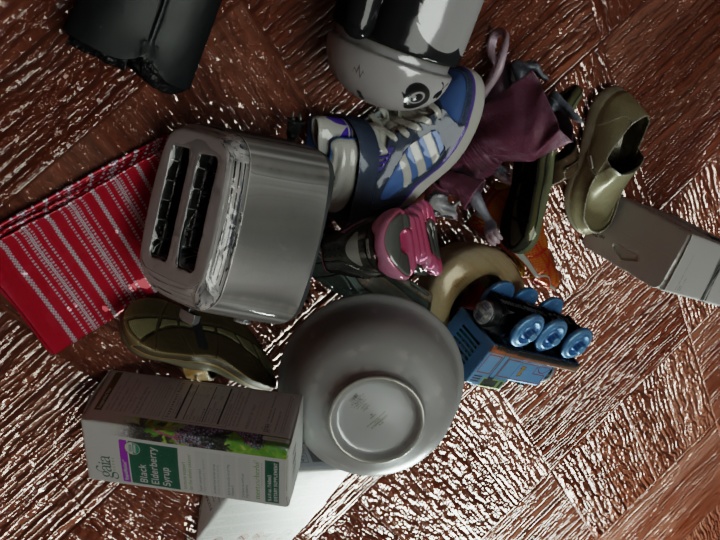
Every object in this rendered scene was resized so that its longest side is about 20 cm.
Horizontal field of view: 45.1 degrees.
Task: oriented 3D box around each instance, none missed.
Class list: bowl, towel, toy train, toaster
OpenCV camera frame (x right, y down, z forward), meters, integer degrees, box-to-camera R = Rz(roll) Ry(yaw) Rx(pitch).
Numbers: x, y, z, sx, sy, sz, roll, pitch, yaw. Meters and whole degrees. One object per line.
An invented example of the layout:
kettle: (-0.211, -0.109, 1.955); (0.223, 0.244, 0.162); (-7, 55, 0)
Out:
bowl: (0.014, 0.131, 0.877); (0.200, 0.090, 0.202); (-1, 108, -3)
towel: (-0.224, -0.021, 0.779); (0.200, 0.022, 0.145); (-33, 134, -16)
toy train: (0.185, 0.083, 1.018); (0.200, 0.087, 0.114); (16, 118, -44)
toaster: (-0.107, -0.049, 0.762); (0.129, 0.113, 0.201); (5, 103, -54)

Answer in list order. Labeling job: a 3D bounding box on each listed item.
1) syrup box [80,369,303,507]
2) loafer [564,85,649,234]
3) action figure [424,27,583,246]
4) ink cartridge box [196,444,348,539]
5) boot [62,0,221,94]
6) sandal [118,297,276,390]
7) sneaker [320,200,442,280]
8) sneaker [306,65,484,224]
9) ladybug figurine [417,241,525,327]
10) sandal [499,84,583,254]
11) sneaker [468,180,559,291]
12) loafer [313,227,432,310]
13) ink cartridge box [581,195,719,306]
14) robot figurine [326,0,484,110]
syrup box: (-0.159, 0.161, 0.837); (0.199, 0.082, 0.079); (7, 122, 4)
loafer: (0.308, -0.126, 1.079); (0.075, 0.068, 0.201); (-19, 129, -26)
action figure: (0.124, -0.126, 0.907); (0.200, 0.134, 0.149); (-39, 111, 18)
ink cartridge box: (-0.125, 0.285, 1.060); (0.160, 0.047, 0.200); (7, 131, -40)
boot: (-0.117, -0.219, 0.684); (0.200, 0.076, 0.169); (13, 107, -35)
sandal: (-0.163, 0.079, 0.860); (0.054, 0.081, 0.200); (-37, 145, 25)
sneaker: (0.021, -0.023, 0.852); (0.200, 0.095, 0.079); (-1, 80, -70)
sneaker: (0.022, -0.135, 0.844); (0.200, 0.081, 0.146); (-52, 142, 13)
ladybug figurine: (0.130, 0.035, 1.050); (0.136, 0.072, 0.200); (-42, 135, -5)
sandal: (0.210, -0.111, 0.976); (0.057, 0.080, 0.202); (19, 84, -17)
sneaker: (0.206, -0.036, 1.063); (0.077, 0.073, 0.200); (-55, 139, -8)
loafer: (0.000, 0.000, 0.924); (0.200, 0.072, 0.063); (41, 68, -28)
ink cartridge box: (0.423, -0.025, 1.178); (0.200, 0.146, 0.086); (13, 109, -42)
robot figurine: (0.047, -0.240, 0.762); (0.150, 0.125, 0.201); (13, 111, -24)
